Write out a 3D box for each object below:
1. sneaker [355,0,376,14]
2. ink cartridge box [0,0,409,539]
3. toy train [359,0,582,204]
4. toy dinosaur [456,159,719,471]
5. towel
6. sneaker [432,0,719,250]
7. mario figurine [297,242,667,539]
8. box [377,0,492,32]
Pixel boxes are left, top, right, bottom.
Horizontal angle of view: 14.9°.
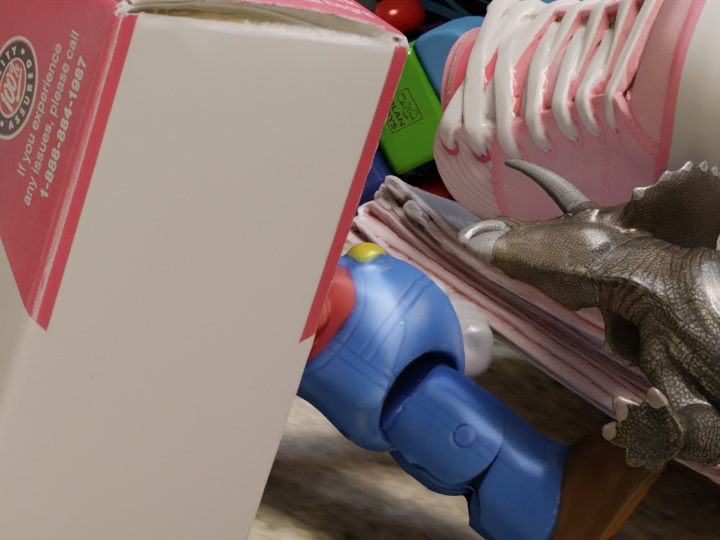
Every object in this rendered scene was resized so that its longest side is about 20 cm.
[{"bbox_3d":[-0.065,-0.137,1.009,0.200,0.106,0.075,28,20,29],"label":"sneaker"},{"bbox_3d":[-0.092,-0.035,0.684,0.083,0.147,0.200,2,25,-38],"label":"ink cartridge box"},{"bbox_3d":[0.060,-0.085,1.088,0.085,0.116,0.200,64,22,-3],"label":"toy train"},{"bbox_3d":[0.115,0.041,0.705,0.200,0.077,0.102,44,21,-4],"label":"toy dinosaur"},{"bbox_3d":[0.116,0.036,0.900,0.191,0.032,0.200,34,11,39],"label":"towel"},{"bbox_3d":[0.069,-0.049,0.812,0.105,0.075,0.200,25,-14,10],"label":"sneaker"},{"bbox_3d":[0.000,0.000,0.772,0.200,0.123,0.106,35,50,0],"label":"mario figurine"},{"bbox_3d":[0.021,-0.133,1.137,0.200,0.036,0.143,-2,-24,37],"label":"box"}]
